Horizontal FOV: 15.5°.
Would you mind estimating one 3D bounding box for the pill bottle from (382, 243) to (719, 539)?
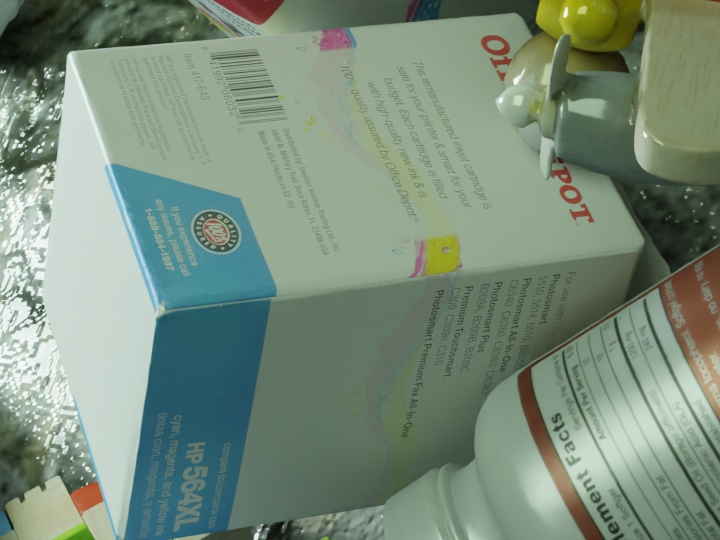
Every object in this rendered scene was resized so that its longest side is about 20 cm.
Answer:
[{"bbox_3d":[0.111,0.062,0.879,0.199,0.112,0.113,-33,48,14],"label":"pill bottle"}]

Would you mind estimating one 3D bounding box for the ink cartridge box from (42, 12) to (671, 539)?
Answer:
[{"bbox_3d":[0.000,0.000,0.944,0.199,0.126,0.129,-6,47,-19],"label":"ink cartridge box"}]

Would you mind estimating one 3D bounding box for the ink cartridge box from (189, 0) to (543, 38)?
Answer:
[{"bbox_3d":[-0.003,-0.148,1.033,0.145,0.200,0.145,-52,46,-1],"label":"ink cartridge box"}]

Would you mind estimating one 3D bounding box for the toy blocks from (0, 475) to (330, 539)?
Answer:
[{"bbox_3d":[-0.115,0.128,0.998,0.199,0.100,0.137,-29,20,-7],"label":"toy blocks"}]

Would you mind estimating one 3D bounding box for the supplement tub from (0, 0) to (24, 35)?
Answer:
[{"bbox_3d":[-0.181,-0.220,1.249,0.131,0.132,0.201,14,71,40],"label":"supplement tub"}]

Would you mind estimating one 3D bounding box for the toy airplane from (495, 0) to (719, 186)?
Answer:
[{"bbox_3d":[0.106,-0.091,0.881,0.199,0.199,0.141,53,123,30],"label":"toy airplane"}]
